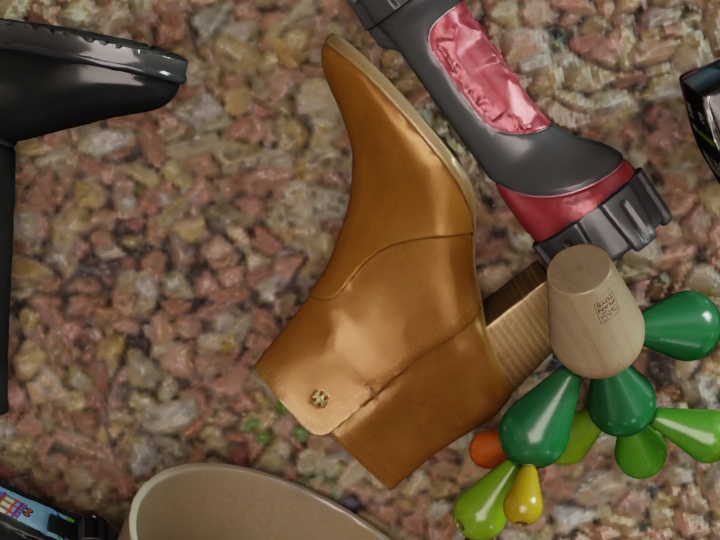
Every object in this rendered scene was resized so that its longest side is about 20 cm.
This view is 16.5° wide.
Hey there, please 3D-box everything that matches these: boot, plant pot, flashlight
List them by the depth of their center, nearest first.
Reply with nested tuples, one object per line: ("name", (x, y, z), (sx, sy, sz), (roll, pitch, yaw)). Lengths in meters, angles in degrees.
("flashlight", (0.070, -0.088, 1.212), (0.068, 0.068, 0.200), (-36, 95, -19))
("plant pot", (-0.073, 0.231, 1.222), (0.187, 0.187, 0.200), (30, 112, -3))
("boot", (0.000, 0.000, 1.223), (0.144, 0.071, 0.201), (-38, 101, 4))
("boot", (-0.177, -0.023, 1.229), (0.164, 0.066, 0.201), (10, 96, 9))

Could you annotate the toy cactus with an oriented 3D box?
("toy cactus", (0.122, 0.059, 1.196), (0.199, 0.102, 0.165), (-26, 137, -3))

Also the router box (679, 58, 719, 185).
("router box", (0.252, -0.096, 1.159), (0.199, 0.150, 0.062), (-23, 97, 5))

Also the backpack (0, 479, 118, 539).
("backpack", (-0.246, 0.157, 1.209), (0.199, 0.183, 0.135), (31, 116, 11))
